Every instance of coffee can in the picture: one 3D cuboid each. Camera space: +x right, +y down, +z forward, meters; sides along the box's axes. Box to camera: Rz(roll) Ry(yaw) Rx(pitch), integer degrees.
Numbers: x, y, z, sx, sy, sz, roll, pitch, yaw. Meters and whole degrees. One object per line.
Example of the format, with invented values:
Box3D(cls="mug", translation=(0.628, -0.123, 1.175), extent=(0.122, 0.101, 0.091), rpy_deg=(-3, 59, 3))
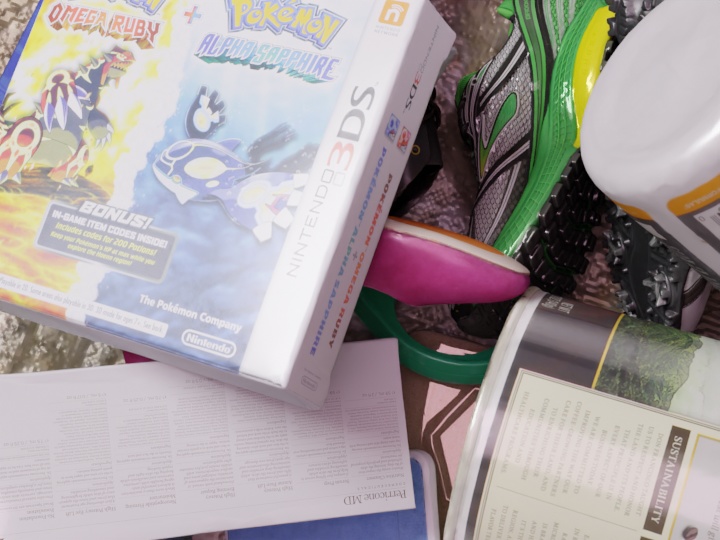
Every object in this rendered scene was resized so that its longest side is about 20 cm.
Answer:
Box3D(cls="coffee can", translation=(0.152, 0.103, 0.703), extent=(0.199, 0.146, 0.147), rpy_deg=(16, 84, 14))

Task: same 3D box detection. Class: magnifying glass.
Box3D(cls="magnifying glass", translation=(0.000, 0.000, 0.827), extent=(0.199, 0.022, 0.080), rpy_deg=(26, 51, 15))

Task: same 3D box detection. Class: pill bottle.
Box3D(cls="pill bottle", translation=(0.201, -0.031, 0.688), extent=(0.200, 0.116, 0.117), rpy_deg=(36, 87, -27))

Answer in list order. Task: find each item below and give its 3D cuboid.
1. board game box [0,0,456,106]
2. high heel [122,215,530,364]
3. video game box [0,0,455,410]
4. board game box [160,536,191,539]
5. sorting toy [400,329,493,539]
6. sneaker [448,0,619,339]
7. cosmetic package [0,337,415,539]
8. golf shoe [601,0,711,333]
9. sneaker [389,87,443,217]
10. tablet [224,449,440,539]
Box3D(cls="board game box", translation=(-0.084, -0.083, 0.799), extent=(0.199, 0.041, 0.201), rpy_deg=(35, 108, 13))
Box3D(cls="high heel", translation=(-0.022, 0.017, 0.728), extent=(0.199, 0.067, 0.097), rpy_deg=(11, 93, 15))
Box3D(cls="video game box", translation=(-0.078, -0.052, 0.708), extent=(0.199, 0.047, 0.183), rpy_deg=(14, 76, 26))
Box3D(cls="board game box", translation=(-0.194, 0.112, 0.807), extent=(0.198, 0.103, 0.106), rpy_deg=(0, 82, 7))
Box3D(cls="sorting toy", translation=(0.093, 0.142, 0.804), extent=(0.199, 0.036, 0.186), rpy_deg=(14, 84, 14))
Box3D(cls="sneaker", translation=(0.085, -0.056, 0.810), extent=(0.085, 0.078, 0.201), rpy_deg=(10, 66, 26))
Box3D(cls="cosmetic package", translation=(-0.078, 0.083, 0.728), extent=(0.199, 0.051, 0.083), rpy_deg=(-4, 82, -16))
Box3D(cls="golf shoe", translation=(0.174, -0.049, 0.773), extent=(0.094, 0.078, 0.201), rpy_deg=(-10, 118, -17))
Box3D(cls="sneaker", translation=(0.024, -0.116, 0.826), extent=(0.106, 0.075, 0.201), rpy_deg=(37, 98, 13))
Box3D(cls="tablet", translation=(-0.012, 0.195, 0.791), extent=(0.129, 0.014, 0.202), rpy_deg=(-7, 84, 30))
